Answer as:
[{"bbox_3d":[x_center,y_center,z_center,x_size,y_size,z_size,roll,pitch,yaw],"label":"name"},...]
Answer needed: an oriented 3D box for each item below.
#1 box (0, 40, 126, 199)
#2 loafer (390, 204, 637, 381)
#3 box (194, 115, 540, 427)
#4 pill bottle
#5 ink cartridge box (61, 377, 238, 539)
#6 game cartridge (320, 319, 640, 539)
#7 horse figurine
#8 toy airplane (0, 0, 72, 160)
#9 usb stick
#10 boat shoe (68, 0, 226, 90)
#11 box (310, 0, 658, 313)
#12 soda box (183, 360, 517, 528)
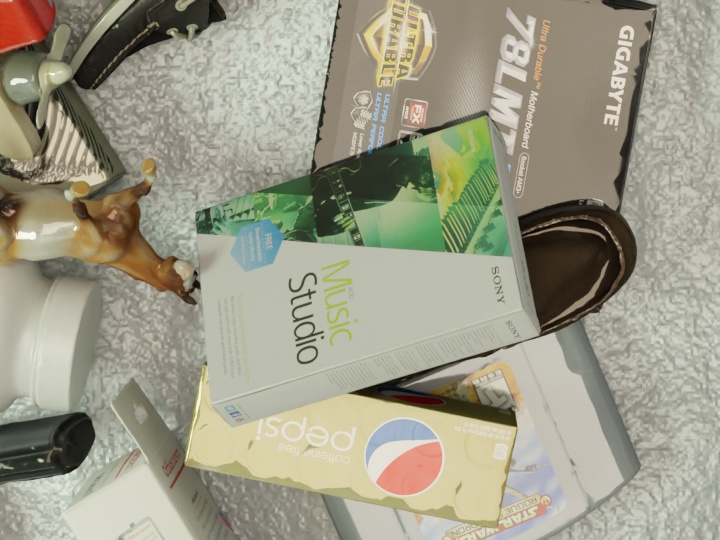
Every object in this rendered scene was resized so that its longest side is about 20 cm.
[{"bbox_3d":[-0.236,-0.123,1.376,0.082,0.068,0.200,-33,94,7],"label":"box"},{"bbox_3d":[0.078,0.023,1.331,0.200,0.071,0.073,-26,96,7],"label":"loafer"},{"bbox_3d":[0.000,0.000,1.306,0.200,0.036,0.145,-17,55,13],"label":"box"},{"bbox_3d":[-0.271,0.029,1.371,0.200,0.113,0.113,10,97,2],"label":"pill bottle"},{"bbox_3d":[-0.124,0.175,1.378,0.067,0.117,0.200,-31,94,4],"label":"ink cartridge box"},{"bbox_3d":[0.072,0.122,1.405,0.200,0.042,0.133,-23,91,5],"label":"game cartridge"},{"bbox_3d":[-0.194,-0.032,1.303,0.200,0.133,0.050,4,67,0],"label":"horse figurine"},{"bbox_3d":[-0.251,-0.169,1.267,0.199,0.200,0.141,40,66,8],"label":"toy airplane"},{"bbox_3d":[-0.260,0.120,1.381,0.200,0.055,0.033,-10,110,25],"label":"usb stick"},{"bbox_3d":[-0.105,-0.180,1.364,0.060,0.074,0.200,42,97,-11],"label":"boat shoe"},{"bbox_3d":[0.073,-0.087,1.377,0.198,0.050,0.200,11,97,2],"label":"box"},{"bbox_3d":[-0.005,0.104,1.358,0.200,0.064,0.068,11,96,1],"label":"soda box"}]
